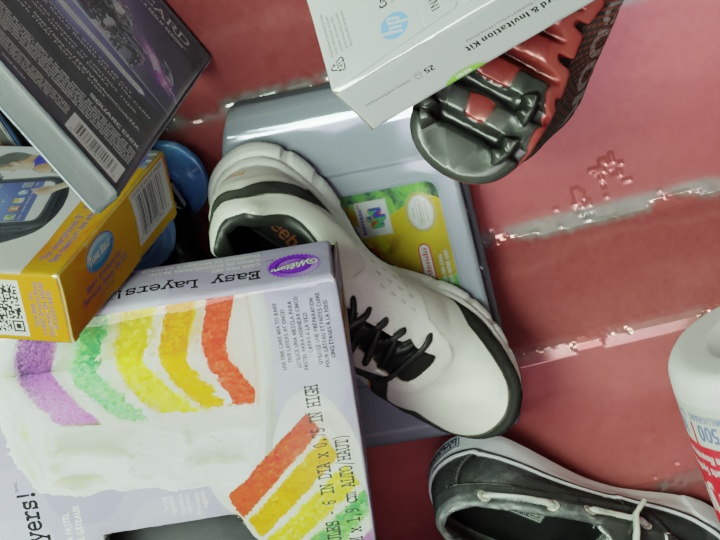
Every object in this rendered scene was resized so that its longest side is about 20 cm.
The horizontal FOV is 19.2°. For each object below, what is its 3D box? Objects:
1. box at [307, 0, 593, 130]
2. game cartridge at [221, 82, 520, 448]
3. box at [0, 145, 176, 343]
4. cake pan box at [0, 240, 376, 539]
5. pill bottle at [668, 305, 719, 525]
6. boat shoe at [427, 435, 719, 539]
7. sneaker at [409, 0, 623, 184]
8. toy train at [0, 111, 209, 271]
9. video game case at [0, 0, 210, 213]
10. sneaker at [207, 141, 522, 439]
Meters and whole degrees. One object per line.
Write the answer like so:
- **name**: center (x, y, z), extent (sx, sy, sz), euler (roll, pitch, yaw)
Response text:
- **box**: center (0.062, -0.177, 0.972), extent (0.199, 0.157, 0.041), euler (-29, 142, 17)
- **game cartridge**: center (0.000, 0.000, 1.114), extent (0.132, 0.041, 0.202), euler (-9, 110, 16)
- **box**: center (-0.201, -0.017, 1.008), extent (0.198, 0.119, 0.042), euler (4, 122, 19)
- **cake pan box**: center (-0.087, 0.095, 1.022), extent (0.182, 0.052, 0.202), euler (-6, 114, 1)
- **pill bottle**: center (0.237, 0.116, 1.084), extent (0.111, 0.112, 0.201), euler (-17, 108, 14)
- **boat shoe**: center (0.129, 0.149, 1.127), extent (0.198, 0.068, 0.074), euler (27, 116, -15)
- **sneaker**: center (0.092, -0.130, 1.030), extent (0.070, 0.098, 0.201), euler (31, 90, 8)
- **toy train**: center (-0.162, -0.064, 1.087), extent (0.114, 0.087, 0.201), euler (-24, 109, 26)
- **video game case**: center (-0.141, -0.119, 0.995), extent (0.019, 0.200, 0.143), euler (-37, 103, 20)
- **sneaker**: center (-0.002, 0.024, 1.063), extent (0.199, 0.080, 0.074), euler (38, 111, -9)
